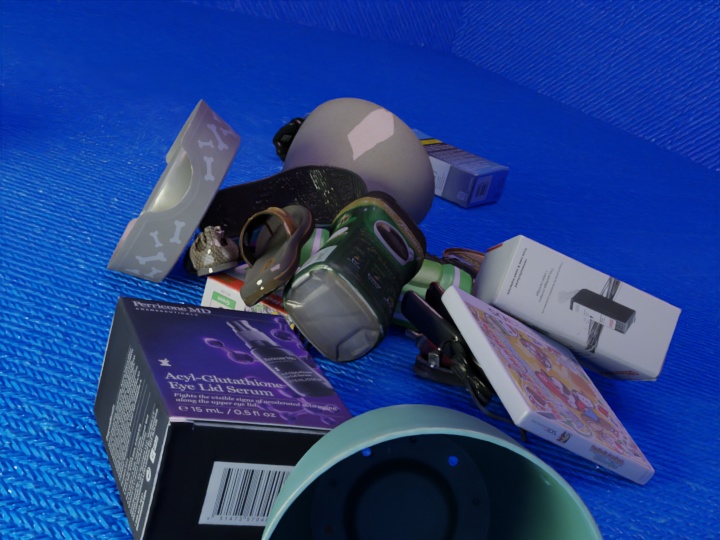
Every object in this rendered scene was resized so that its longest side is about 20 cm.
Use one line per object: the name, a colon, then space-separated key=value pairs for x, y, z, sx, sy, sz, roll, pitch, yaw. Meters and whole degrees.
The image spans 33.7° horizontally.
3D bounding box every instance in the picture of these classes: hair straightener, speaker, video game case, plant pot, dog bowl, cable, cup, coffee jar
hair straightener: x=0.098 y=0.094 z=1.179 sx=0.076 sy=0.041 sz=0.201 roll=-15 pitch=54 yaw=-34
speaker: x=0.021 y=0.014 z=1.330 sx=0.198 sy=0.089 sz=0.089 roll=15 pitch=17 yaw=-5
video game case: x=0.180 y=0.109 z=1.154 sx=0.181 sy=0.023 sz=0.201 roll=27 pitch=21 yaw=-32
plant pot: x=0.032 y=0.170 z=0.705 sx=0.198 sy=0.203 sz=0.161 roll=15 pitch=7 yaw=-7
dog bowl: x=-0.192 y=-0.077 z=1.242 sx=0.058 sy=0.201 sz=0.200 roll=29 pitch=15 yaw=-12
cable: x=0.135 y=0.103 z=1.227 sx=0.198 sy=0.051 sz=0.097 roll=23 pitch=24 yaw=18
cup: x=-0.026 y=-0.093 z=1.484 sx=0.198 sy=0.202 sz=0.143 roll=23 pitch=43 yaw=18
coffee jar: x=0.000 y=0.000 z=1.192 sx=0.105 sy=0.085 sz=0.200 roll=49 pitch=30 yaw=-9

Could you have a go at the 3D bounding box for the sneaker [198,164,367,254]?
sneaker: x=-0.095 y=-0.064 z=1.385 sx=0.197 sy=0.085 sz=0.121 roll=-10 pitch=-7 yaw=-12

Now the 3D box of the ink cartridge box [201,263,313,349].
ink cartridge box: x=-0.098 y=0.041 z=1.194 sx=0.108 sy=0.051 sz=0.200 roll=24 pitch=18 yaw=20

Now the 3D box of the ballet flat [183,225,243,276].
ballet flat: x=-0.157 y=-0.022 z=1.247 sx=0.067 sy=0.047 sz=0.200 roll=-15 pitch=3 yaw=-7

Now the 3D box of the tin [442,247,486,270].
tin: x=0.189 y=0.026 z=1.531 sx=0.199 sy=0.042 sz=0.111 roll=29 pitch=25 yaw=33

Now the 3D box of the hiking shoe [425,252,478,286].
hiking shoe: x=0.089 y=0.017 z=1.430 sx=0.198 sy=0.076 sz=0.101 roll=27 pitch=9 yaw=1

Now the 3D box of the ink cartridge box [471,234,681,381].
ink cartridge box: x=0.230 y=0.045 z=1.311 sx=0.198 sy=0.085 sz=0.144 roll=25 pitch=-8 yaw=-6

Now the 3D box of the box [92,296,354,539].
box: x=-0.107 y=0.112 z=0.886 sx=0.146 sy=0.105 sz=0.200 roll=7 pitch=20 yaw=-26

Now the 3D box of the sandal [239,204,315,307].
sandal: x=-0.094 y=-0.027 z=1.181 sx=0.055 sy=0.081 sz=0.200 roll=47 pitch=21 yaw=-13

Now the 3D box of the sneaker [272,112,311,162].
sneaker: x=-0.095 y=-0.219 z=1.933 sx=0.110 sy=0.077 sz=0.200 roll=18 pitch=22 yaw=-30

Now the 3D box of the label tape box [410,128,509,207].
label tape box: x=0.137 y=-0.178 z=2.049 sx=0.198 sy=0.064 sz=0.144 roll=25 pitch=20 yaw=25
